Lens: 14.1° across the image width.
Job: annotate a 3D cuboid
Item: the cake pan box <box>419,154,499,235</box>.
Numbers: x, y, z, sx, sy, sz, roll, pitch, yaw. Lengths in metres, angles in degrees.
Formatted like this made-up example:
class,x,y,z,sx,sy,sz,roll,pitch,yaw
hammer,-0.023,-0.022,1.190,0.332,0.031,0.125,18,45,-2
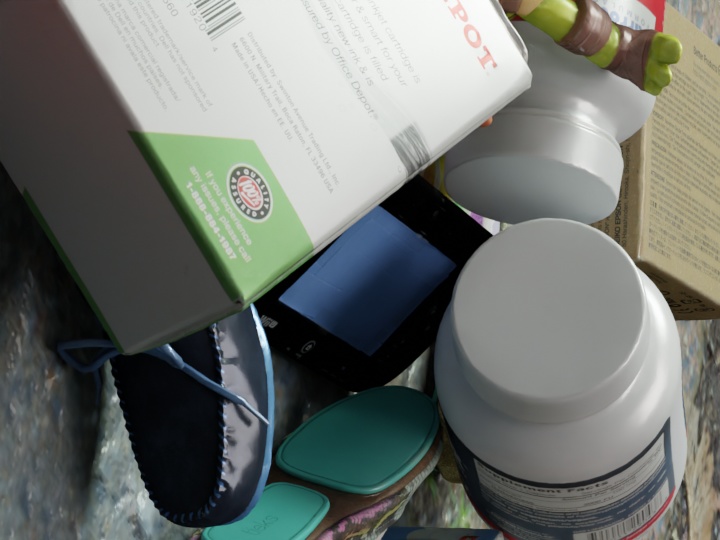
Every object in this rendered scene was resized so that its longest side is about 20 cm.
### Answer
class,x,y,z,sx,sy,sz,roll,pitch,yaw
cake pan box,0.022,-0.114,1.453,0.184,0.052,0.201,37,55,-63

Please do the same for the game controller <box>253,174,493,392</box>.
class,x,y,z,sx,sy,sz,roll,pitch,yaw
game controller,0.000,0.000,1.356,0.105,0.042,0.200,-53,152,1

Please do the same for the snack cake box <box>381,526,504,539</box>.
class,x,y,z,sx,sy,sz,roll,pitch,yaw
snack cake box,0.018,0.223,1.403,0.200,0.067,0.116,-51,135,-55

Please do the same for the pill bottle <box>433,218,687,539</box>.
class,x,y,z,sx,sy,sz,roll,pitch,yaw
pill bottle,0.096,0.054,1.396,0.200,0.119,0.120,73,24,-66

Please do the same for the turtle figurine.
class,x,y,z,sx,sy,sz,roll,pitch,yaw
turtle figurine,0.067,-0.125,1.304,0.160,0.064,0.202,12,77,-27

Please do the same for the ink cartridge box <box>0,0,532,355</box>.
class,x,y,z,sx,sy,sz,roll,pitch,yaw
ink cartridge box,-0.045,-0.082,1.143,0.200,0.084,0.147,-37,99,-42

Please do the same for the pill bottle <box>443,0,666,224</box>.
class,x,y,z,sx,sy,sz,roll,pitch,yaw
pill bottle,0.093,-0.129,1.417,0.112,0.112,0.201,45,48,-57

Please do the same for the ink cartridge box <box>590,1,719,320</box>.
class,x,y,z,sx,sy,sz,roll,pitch,yaw
ink cartridge box,0.169,-0.066,1.750,0.200,0.075,0.166,25,65,-63

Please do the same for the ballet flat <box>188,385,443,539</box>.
class,x,y,z,sx,sy,sz,roll,pitch,yaw
ballet flat,-0.023,0.119,1.332,0.200,0.069,0.072,-40,143,-57

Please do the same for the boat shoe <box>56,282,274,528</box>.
class,x,y,z,sx,sy,sz,roll,pitch,yaw
boat shoe,-0.090,0.007,1.182,0.069,0.084,0.201,4,68,-58

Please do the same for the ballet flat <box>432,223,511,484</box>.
class,x,y,z,sx,sy,sz,roll,pitch,yaw
ballet flat,0.080,0.019,1.555,0.071,0.070,0.201,46,47,-56
